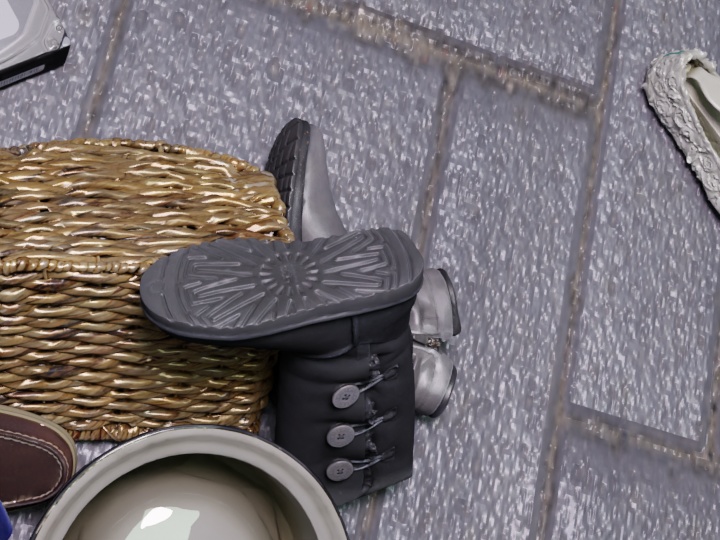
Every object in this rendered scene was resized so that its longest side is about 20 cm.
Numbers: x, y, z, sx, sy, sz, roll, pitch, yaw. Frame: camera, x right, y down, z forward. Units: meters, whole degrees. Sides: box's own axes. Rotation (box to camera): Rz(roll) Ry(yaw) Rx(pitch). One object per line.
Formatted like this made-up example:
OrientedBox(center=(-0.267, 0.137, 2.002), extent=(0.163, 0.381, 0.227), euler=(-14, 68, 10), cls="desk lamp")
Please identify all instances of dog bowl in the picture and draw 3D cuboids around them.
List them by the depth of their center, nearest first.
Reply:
OrientedBox(center=(-0.107, 0.186, 0.839), extent=(0.199, 0.074, 0.202), euler=(-1, 92, -20), cls="dog bowl")

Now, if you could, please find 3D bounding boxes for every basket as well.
OrientedBox(center=(-0.154, 0.011, 0.912), extent=(0.198, 0.150, 0.143), euler=(1, 39, -20), cls="basket")

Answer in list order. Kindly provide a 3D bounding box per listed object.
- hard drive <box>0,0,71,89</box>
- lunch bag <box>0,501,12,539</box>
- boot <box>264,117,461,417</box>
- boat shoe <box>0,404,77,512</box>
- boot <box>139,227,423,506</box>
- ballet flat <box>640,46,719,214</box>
OrientedBox(center=(-0.299, -0.204, 0.944), extent=(0.139, 0.038, 0.201), euler=(-26, 82, -26), cls="hard drive")
OrientedBox(center=(-0.273, 0.168, 0.725), extent=(0.169, 0.127, 0.202), euler=(1, 103, 8), cls="lunch bag")
OrientedBox(center=(0.000, 0.000, 0.977), extent=(0.131, 0.070, 0.202), euler=(2, 83, -22), cls="boot")
OrientedBox(center=(-0.263, 0.116, 0.818), extent=(0.198, 0.072, 0.073), euler=(8, 104, -15), cls="boat shoe")
OrientedBox(center=(-0.045, 0.069, 0.868), extent=(0.163, 0.201, 0.066), euler=(-4, 49, -7), cls="boot")
OrientedBox(center=(0.293, -0.089, 1.107), extent=(0.072, 0.072, 0.200), euler=(-37, 88, -26), cls="ballet flat")
